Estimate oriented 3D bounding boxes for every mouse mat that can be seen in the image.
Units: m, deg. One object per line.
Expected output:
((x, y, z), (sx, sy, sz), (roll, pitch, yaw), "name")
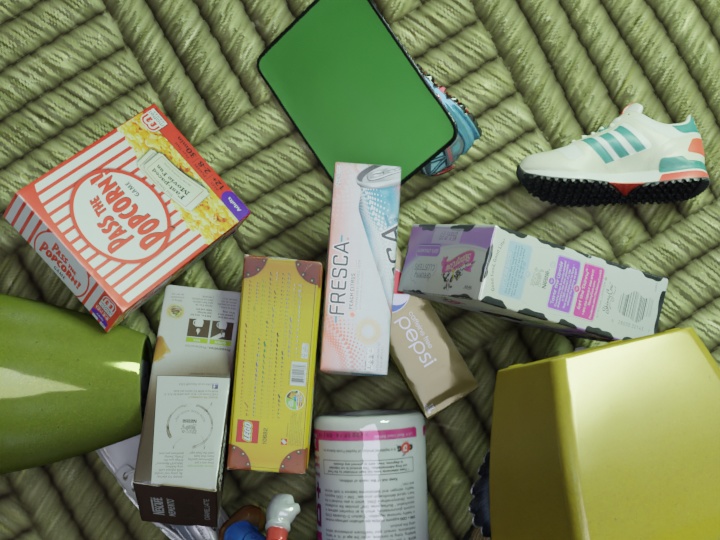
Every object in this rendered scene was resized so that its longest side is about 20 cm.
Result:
((-0.007, -0.174, 1.350), (0.160, 0.008, 0.201), (-37, 87, 36), "mouse mat")

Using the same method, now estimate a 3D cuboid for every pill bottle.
((0.011, 0.243, 1.332), (0.112, 0.113, 0.203), (-2, 88, -1), "pill bottle")

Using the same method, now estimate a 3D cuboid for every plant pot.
((0.217, 0.152, 1.146), (0.197, 0.200, 0.179), (-11, 84, -18), "plant pot")
((-0.303, 0.110, 1.295), (0.197, 0.187, 0.190), (0, 88, -1), "plant pot")

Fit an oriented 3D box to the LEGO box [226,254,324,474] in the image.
((-0.081, 0.090, 1.319), (0.076, 0.149, 0.203), (5, 87, 0), "LEGO box")

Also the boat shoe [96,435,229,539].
((-0.204, 0.209, 1.352), (0.071, 0.069, 0.200), (-44, 88, 0), "boat shoe")

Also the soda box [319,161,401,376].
((0.000, 0.000, 1.298), (0.067, 0.064, 0.203), (4, 88, -1), "soda box")

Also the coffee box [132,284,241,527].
((-0.163, 0.132, 1.297), (0.079, 0.115, 0.202), (6, 62, -1), "coffee box")

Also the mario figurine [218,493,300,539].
((-0.050, 0.292, 1.282), (0.123, 0.199, 0.107), (41, 79, -35), "mario figurine")

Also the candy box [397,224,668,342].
((0.161, 0.013, 1.283), (0.198, 0.167, 0.073), (15, 86, -25), "candy box")

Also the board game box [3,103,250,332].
((-0.224, -0.055, 1.315), (0.152, 0.046, 0.200), (47, 47, 0), "board game box")

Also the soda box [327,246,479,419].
((0.042, 0.048, 1.362), (0.064, 0.068, 0.201), (-31, 89, -3), "soda box")

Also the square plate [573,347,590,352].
((0.275, 0.185, 1.275), (0.196, 0.028, 0.203), (9, 84, -19), "square plate")

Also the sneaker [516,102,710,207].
((0.257, -0.122, 1.381), (0.197, 0.070, 0.095), (0, 70, 1), "sneaker")

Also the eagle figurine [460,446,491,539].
((0.180, 0.217, 1.317), (0.197, 0.151, 0.154), (-6, 99, -8), "eagle figurine")

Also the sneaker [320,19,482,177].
((0.025, -0.175, 1.365), (0.200, 0.079, 0.096), (41, 90, 1), "sneaker")
